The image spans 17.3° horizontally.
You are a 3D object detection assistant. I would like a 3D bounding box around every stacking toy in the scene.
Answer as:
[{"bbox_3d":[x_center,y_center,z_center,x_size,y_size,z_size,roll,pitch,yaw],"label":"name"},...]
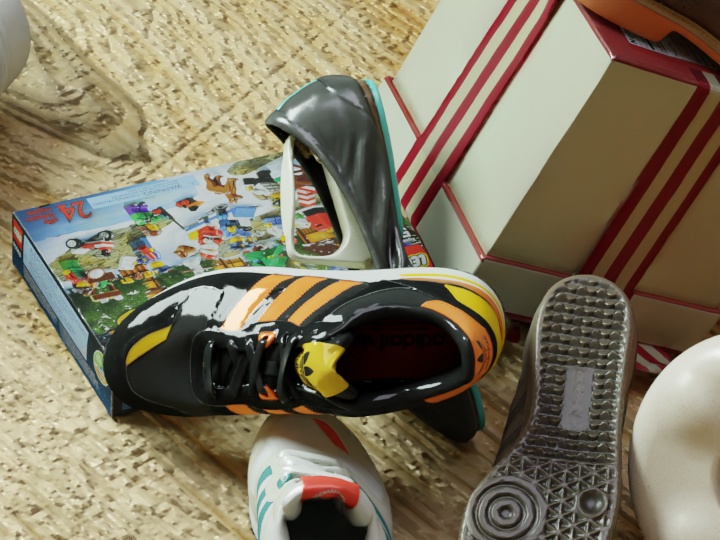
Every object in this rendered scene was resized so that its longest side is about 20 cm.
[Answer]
[{"bbox_3d":[0.238,0.088,1.158,0.146,0.146,0.200,33,28,30],"label":"stacking toy"}]

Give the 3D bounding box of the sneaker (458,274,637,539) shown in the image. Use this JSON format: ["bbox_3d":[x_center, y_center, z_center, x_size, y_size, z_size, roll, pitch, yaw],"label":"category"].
[{"bbox_3d":[0.097,0.102,1.148,0.070,0.076,0.200,14,60,12],"label":"sneaker"}]

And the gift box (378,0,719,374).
[{"bbox_3d":[0.133,-0.060,1.263,0.200,0.187,0.185,17,32,-28],"label":"gift box"}]

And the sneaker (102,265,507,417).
[{"bbox_3d":[-0.031,0.037,1.126,0.200,0.070,0.090,-5,9,7],"label":"sneaker"}]

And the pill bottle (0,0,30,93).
[{"bbox_3d":[-0.269,-0.093,1.296,0.113,0.113,0.200,18,39,14],"label":"pill bottle"}]

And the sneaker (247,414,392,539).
[{"bbox_3d":[-0.013,0.115,1.084,0.070,0.093,0.200,2,38,-7],"label":"sneaker"}]

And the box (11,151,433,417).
[{"bbox_3d":[-0.069,-0.001,1.269,0.200,0.038,0.137,-15,43,-25],"label":"box"}]

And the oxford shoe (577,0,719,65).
[{"bbox_3d":[0.195,-0.140,1.176,0.200,0.073,0.071,17,32,-26],"label":"oxford shoe"}]

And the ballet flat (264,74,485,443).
[{"bbox_3d":[0.000,0.000,1.202,0.068,0.068,0.200,-17,83,-15],"label":"ballet flat"}]
